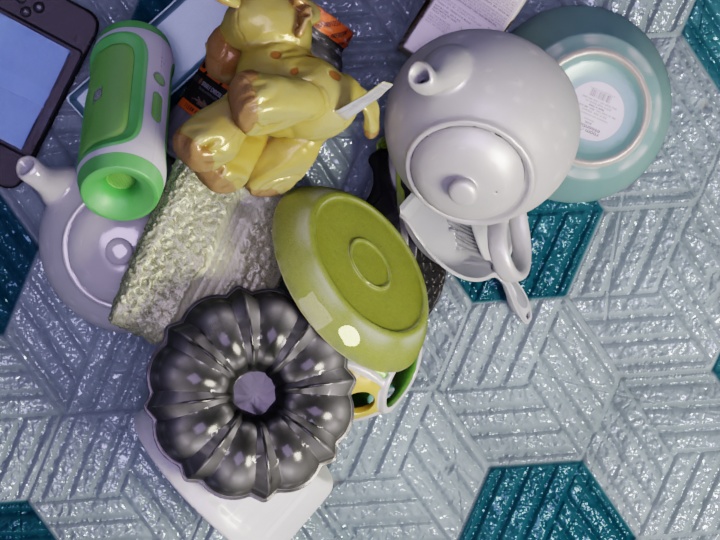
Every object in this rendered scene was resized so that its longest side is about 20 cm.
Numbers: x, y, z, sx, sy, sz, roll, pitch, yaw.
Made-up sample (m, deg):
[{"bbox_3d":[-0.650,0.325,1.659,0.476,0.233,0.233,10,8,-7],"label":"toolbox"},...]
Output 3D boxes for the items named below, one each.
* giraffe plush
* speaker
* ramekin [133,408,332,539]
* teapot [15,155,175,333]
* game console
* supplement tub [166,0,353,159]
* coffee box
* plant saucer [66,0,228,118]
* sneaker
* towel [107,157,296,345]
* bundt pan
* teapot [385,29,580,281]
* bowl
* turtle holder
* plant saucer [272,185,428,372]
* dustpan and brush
[{"bbox_3d":[-0.086,-0.184,1.579,0.199,0.173,0.163,-27,68,8],"label":"giraffe plush"},{"bbox_3d":[-0.222,-0.145,1.654,0.088,0.201,0.089,-1,139,-1],"label":"speaker"},{"bbox_3d":[-0.119,0.182,1.711,0.098,0.200,0.200,-44,97,4],"label":"ramekin"},{"bbox_3d":[-0.226,-0.022,1.711,0.199,0.146,0.199,-4,97,-3],"label":"teapot"},{"bbox_3d":[-0.375,-0.198,1.697,0.172,0.119,0.201,28,95,-5],"label":"game console"},{"bbox_3d":[-0.100,-0.177,1.709,0.122,0.123,0.200,34,94,-6],"label":"supplement tub"},{"bbox_3d":[0.123,-0.282,1.711,0.080,0.113,0.201,33,94,-5],"label":"coffee box"},{"bbox_3d":[-0.201,-0.214,1.753,0.200,0.019,0.070,-41,97,2],"label":"plant saucer"},{"bbox_3d":[0.038,-0.038,1.771,0.082,0.072,0.201,14,108,34],"label":"sneaker"},{"bbox_3d":[-0.139,-0.012,1.640,0.148,0.036,0.201,28,84,-16],"label":"towel"},{"bbox_3d":[-0.096,0.113,1.584,0.201,0.076,0.203,1,87,-9],"label":"bundt pan"},{"bbox_3d":[0.108,-0.110,1.605,0.199,0.146,0.198,24,134,-8],"label":"teapot"},{"bbox_3d":[0.223,-0.165,1.733,0.199,0.105,0.202,0,96,-2],"label":"bowl"},{"bbox_3d":[-0.022,0.084,1.694,0.131,0.185,0.142,25,115,19],"label":"turtle holder"},{"bbox_3d":[0.000,0.000,1.636,0.031,0.200,0.200,-35,98,32],"label":"plant saucer"},{"bbox_3d":[0.126,-0.024,1.760,0.140,0.057,0.201,-47,133,-27],"label":"dustpan and brush"}]
